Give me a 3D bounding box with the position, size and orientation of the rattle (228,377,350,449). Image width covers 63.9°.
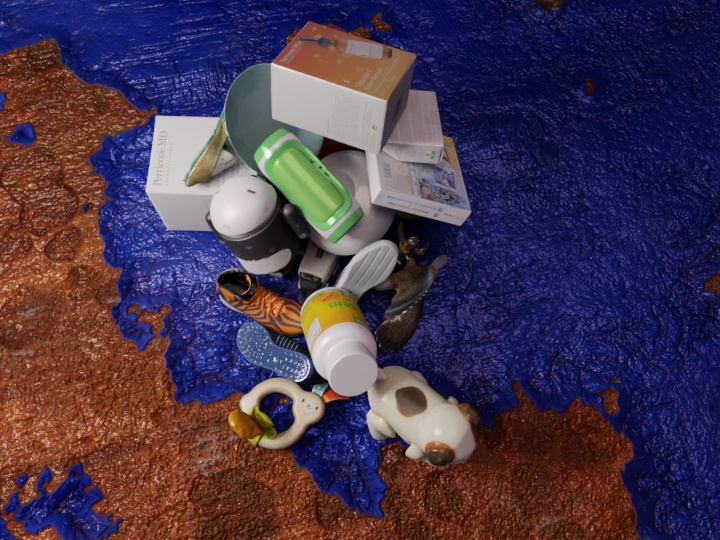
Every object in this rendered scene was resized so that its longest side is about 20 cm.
[{"bbox_3d":[-0.119,0.228,1.012,0.198,0.143,0.131,-14,51,-3],"label":"rattle"}]

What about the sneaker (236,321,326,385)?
[{"bbox_3d":[-0.144,0.158,1.062,0.199,0.078,0.071,25,85,36],"label":"sneaker"}]

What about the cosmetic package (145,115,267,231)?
[{"bbox_3d":[-0.289,-0.183,1.130,0.198,0.167,0.169,1,70,-3],"label":"cosmetic package"}]

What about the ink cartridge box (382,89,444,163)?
[{"bbox_3d":[0.044,-0.266,1.038,0.198,0.050,0.162,2,51,-4],"label":"ink cartridge box"}]

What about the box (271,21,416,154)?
[{"bbox_3d":[-0.029,-0.307,0.962,0.198,0.107,0.153,20,52,8],"label":"box"}]

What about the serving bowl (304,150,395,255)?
[{"bbox_3d":[-0.035,-0.132,1.068,0.198,0.066,0.202,-4,80,21],"label":"serving bowl"}]

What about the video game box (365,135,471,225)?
[{"bbox_3d":[0.099,-0.186,1.051,0.181,0.047,0.201,10,50,-19],"label":"video game box"}]

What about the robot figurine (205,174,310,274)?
[{"bbox_3d":[-0.179,-0.076,1.011,0.150,0.201,0.125,-33,49,-5],"label":"robot figurine"}]

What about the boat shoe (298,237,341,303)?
[{"bbox_3d":[-0.078,-0.016,1.144,0.074,0.093,0.201,18,41,7],"label":"boat shoe"}]

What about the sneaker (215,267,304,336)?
[{"bbox_3d":[-0.184,0.060,1.077,0.198,0.112,0.078,21,70,3],"label":"sneaker"}]

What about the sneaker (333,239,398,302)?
[{"bbox_3d":[0.000,0.000,1.078,0.073,0.200,0.071,31,39,-19],"label":"sneaker"}]

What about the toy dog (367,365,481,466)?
[{"bbox_3d":[0.114,0.243,0.968,0.139,0.195,0.199,-37,38,-24],"label":"toy dog"}]

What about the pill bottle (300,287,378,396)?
[{"bbox_3d":[-0.035,0.121,0.992,0.110,0.112,0.200,-13,29,-9],"label":"pill bottle"}]

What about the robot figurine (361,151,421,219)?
[{"bbox_3d":[0.073,-0.173,1.166,0.199,0.175,0.116,25,81,29],"label":"robot figurine"}]

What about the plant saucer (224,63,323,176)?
[{"bbox_3d":[-0.158,-0.265,1.038,0.200,0.039,0.203,-3,94,-37],"label":"plant saucer"}]

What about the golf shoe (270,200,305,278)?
[{"bbox_3d":[-0.138,-0.075,1.159,0.094,0.078,0.201,35,77,-3],"label":"golf shoe"}]

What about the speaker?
[{"bbox_3d":[-0.087,-0.143,0.981,0.088,0.088,0.200,-44,92,-18],"label":"speaker"}]

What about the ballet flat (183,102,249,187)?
[{"bbox_3d":[-0.243,-0.226,1.030,0.070,0.071,0.201,21,70,3],"label":"ballet flat"}]

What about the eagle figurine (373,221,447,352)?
[{"bbox_3d":[0.087,0.039,1.097,0.150,0.151,0.201,-27,49,30],"label":"eagle figurine"}]

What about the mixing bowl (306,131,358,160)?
[{"bbox_3d":[-0.086,-0.265,1.181,0.198,0.200,0.109,15,93,1],"label":"mixing bowl"}]
